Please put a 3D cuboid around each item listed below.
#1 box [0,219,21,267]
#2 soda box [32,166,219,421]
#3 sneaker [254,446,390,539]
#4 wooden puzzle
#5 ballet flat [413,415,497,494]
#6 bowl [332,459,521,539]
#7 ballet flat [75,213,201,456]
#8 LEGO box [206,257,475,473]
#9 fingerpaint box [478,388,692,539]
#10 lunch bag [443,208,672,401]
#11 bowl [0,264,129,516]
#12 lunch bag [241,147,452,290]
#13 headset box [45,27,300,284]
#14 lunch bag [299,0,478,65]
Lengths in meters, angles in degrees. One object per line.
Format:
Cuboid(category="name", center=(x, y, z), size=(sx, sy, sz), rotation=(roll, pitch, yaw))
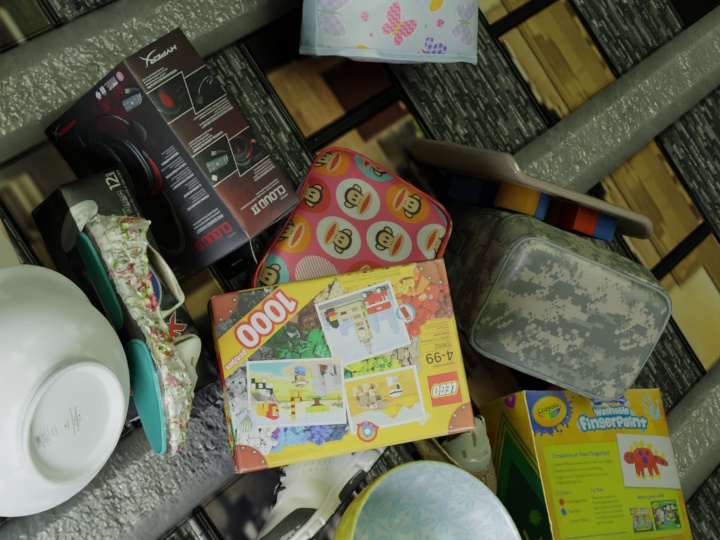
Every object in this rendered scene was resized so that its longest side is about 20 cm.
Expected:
Cuboid(category="box", center=(-0.340, -0.043, 1.216), size=(0.078, 0.095, 0.200), rotation=(-22, 87, -43))
Cuboid(category="soda box", center=(-0.197, 0.020, 1.316), size=(0.063, 0.071, 0.200), rotation=(-24, 87, -36))
Cuboid(category="sneaker", center=(-0.050, 0.187, 1.375), size=(0.080, 0.074, 0.200), rotation=(41, 45, 1))
Cuboid(category="wooden puzzle", center=(0.168, -0.072, 1.594), size=(0.200, 0.185, 0.046), rotation=(22, 88, -32))
Cuboid(category="ballet flat", center=(0.076, 0.142, 1.488), size=(0.200, 0.065, 0.071), rotation=(49, 47, -12))
Cuboid(category="bowl", center=(0.041, 0.273, 1.374), size=(0.200, 0.108, 0.200), rotation=(16, 63, -33))
Cuboid(category="ballet flat", center=(-0.163, 0.045, 1.243), size=(0.064, 0.076, 0.200), rotation=(-19, 88, -26))
Cuboid(category="LEGO box", center=(-0.019, 0.080, 1.328), size=(0.200, 0.077, 0.149), rotation=(-10, 85, -10))
Cuboid(category="fingerpaint box", center=(0.226, 0.206, 1.574), size=(0.200, 0.073, 0.167), rotation=(2, 71, -39))
Cuboid(category="lunch bag", center=(0.187, 0.022, 1.559), size=(0.200, 0.139, 0.168), rotation=(21, 17, -19))
Cuboid(category="bowl", center=(-0.239, 0.101, 1.172), size=(0.201, 0.090, 0.201), rotation=(-22, 119, -46))
Cuboid(category="lunch bag", center=(0.000, 0.000, 1.447), size=(0.176, 0.082, 0.200), rotation=(29, 57, -2))
Cuboid(category="headset box", center=(-0.155, -0.082, 1.343), size=(0.075, 0.149, 0.200), rotation=(-40, 98, -41))
Cuboid(category="lunch bag", center=(0.018, -0.292, 1.564), size=(0.200, 0.127, 0.170), rotation=(-6, 100, -45))
